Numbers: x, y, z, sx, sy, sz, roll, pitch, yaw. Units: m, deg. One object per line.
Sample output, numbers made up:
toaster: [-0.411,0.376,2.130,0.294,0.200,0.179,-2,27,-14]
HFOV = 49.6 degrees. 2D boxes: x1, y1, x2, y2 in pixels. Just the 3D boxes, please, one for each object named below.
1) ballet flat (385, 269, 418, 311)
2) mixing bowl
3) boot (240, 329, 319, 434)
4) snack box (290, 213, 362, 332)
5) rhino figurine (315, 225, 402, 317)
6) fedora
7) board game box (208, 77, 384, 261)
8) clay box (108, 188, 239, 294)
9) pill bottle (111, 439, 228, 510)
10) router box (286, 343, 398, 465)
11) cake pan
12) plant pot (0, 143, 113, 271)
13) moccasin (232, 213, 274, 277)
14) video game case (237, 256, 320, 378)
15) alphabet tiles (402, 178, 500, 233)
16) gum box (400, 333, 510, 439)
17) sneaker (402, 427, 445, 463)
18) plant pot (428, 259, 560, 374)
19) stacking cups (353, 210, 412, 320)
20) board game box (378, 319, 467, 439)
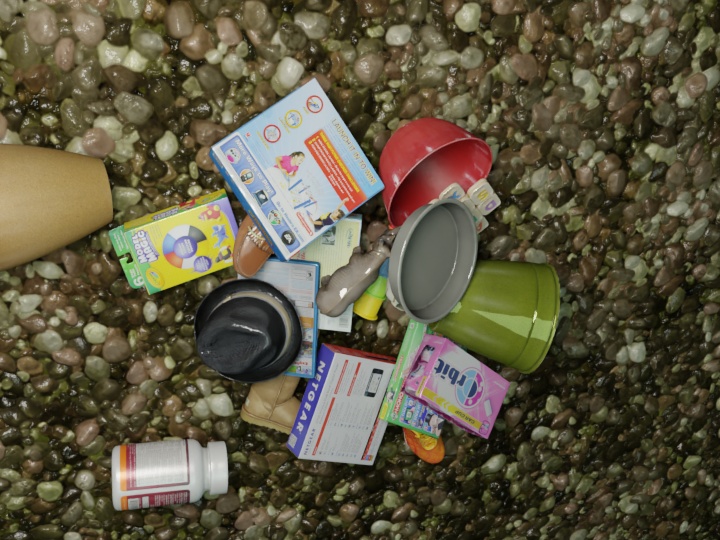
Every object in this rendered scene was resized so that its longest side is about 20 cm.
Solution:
ballet flat: [0.076,0.033,1.342,0.070,0.071,0.200,-38,159,2]
mixing bowl: [0.103,-0.170,1.261,0.197,0.109,0.202,-26,151,-16]
boot: [-0.114,0.194,1.407,0.172,0.066,0.203,14,108,-23]
snack box: [-0.062,0.000,1.324,0.113,0.037,0.204,6,109,0]
rhino figurine: [0.000,0.000,1.256,0.060,0.088,0.200,43,105,-13]
fedora: [-0.197,0.113,1.285,0.196,0.092,0.205,4,107,13]
board game box: [-0.096,-0.153,1.193,0.194,0.056,0.202,-36,98,-15]
clay box: [-0.291,-0.042,1.253,0.196,0.048,0.117,-21,118,-9]
pill bottle: [-0.338,0.359,1.387,0.195,0.110,0.112,-2,115,-16]
router box: [-0.022,0.247,1.423,0.177,0.049,0.204,16,97,-38]
cake pan: [0.115,-0.018,1.247,0.198,0.036,0.205,-20,119,-41]
plant pot: [-0.462,-0.099,1.114,0.196,0.186,0.190,-11,118,-25]
moccasin: [-0.133,-0.076,1.244,0.202,0.077,0.074,-52,129,-8]
video game case: [-0.141,0.078,1.325,0.140,0.018,0.205,6,106,9]
alphabet tiles: [0.149,-0.073,1.331,0.199,0.015,0.195,-39,152,8]
gum box: [0.172,0.210,1.426,0.199,0.066,0.115,35,75,-29]
sneaker: [0.116,0.315,1.527,0.072,0.077,0.202,-31,121,-3]
plant pot: [0.225,0.065,1.395,0.189,0.201,0.204,13,111,-9]
stacking cups: [0.047,-0.013,1.363,0.060,0.061,0.203,20,107,-24]
board game box: [0.121,0.196,1.450,0.133,0.029,0.204,24,81,-31]
